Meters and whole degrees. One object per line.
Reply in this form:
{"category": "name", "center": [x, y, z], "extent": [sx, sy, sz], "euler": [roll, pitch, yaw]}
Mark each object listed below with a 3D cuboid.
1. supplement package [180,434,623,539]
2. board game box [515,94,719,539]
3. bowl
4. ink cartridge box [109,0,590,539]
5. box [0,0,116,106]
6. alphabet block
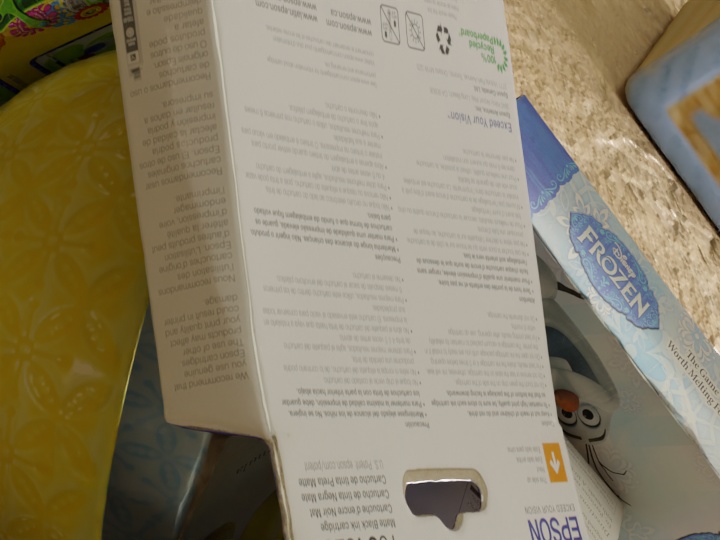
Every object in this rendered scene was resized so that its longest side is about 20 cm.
{"category": "supplement package", "center": [0.006, 0.118, 0.928], "extent": [0.110, 0.114, 0.200], "euler": [49, 24, -13]}
{"category": "board game box", "center": [0.049, 0.054, 1.051], "extent": [0.199, 0.200, 0.043], "euler": [53, 49, -8]}
{"category": "bowl", "center": [-0.106, 0.013, 0.900], "extent": [0.108, 0.200, 0.200], "euler": [14, 29, 5]}
{"category": "ink cartridge box", "center": [0.000, 0.000, 0.849], "extent": [0.200, 0.041, 0.200], "euler": [7, 72, -61]}
{"category": "box", "center": [-0.132, -0.156, 0.933], "extent": [0.122, 0.192, 0.200], "euler": [31, 36, -76]}
{"category": "alphabet block", "center": [0.308, -0.112, 1.720], "extent": [0.196, 0.195, 0.200], "euler": [55, 26, -7]}
